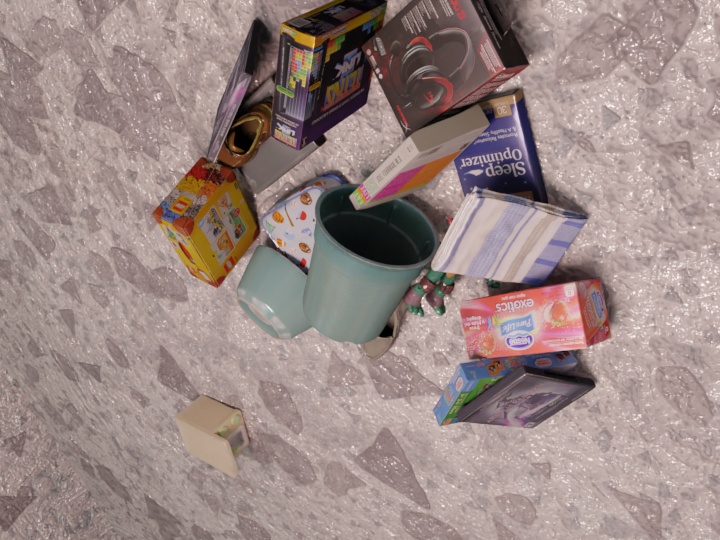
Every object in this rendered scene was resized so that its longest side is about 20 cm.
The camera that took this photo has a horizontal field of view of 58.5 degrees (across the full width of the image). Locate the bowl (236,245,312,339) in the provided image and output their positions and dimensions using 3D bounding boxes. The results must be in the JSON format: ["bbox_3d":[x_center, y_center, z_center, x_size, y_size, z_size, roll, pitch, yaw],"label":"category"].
[{"bbox_3d":[-0.164,0.059,1.258,0.200,0.105,0.201,36,160,15],"label":"bowl"}]

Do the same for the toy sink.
[{"bbox_3d":[-0.378,0.440,1.727,0.199,0.112,0.131,14,127,35],"label":"toy sink"}]

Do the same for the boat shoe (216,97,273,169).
[{"bbox_3d":[-0.208,-0.230,1.116,0.072,0.068,0.200,50,136,-6],"label":"boat shoe"}]

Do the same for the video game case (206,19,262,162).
[{"bbox_3d":[-0.213,-0.297,1.079,0.019,0.144,0.200,18,139,-21],"label":"video game case"}]

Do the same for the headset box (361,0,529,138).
[{"bbox_3d":[0.116,-0.293,0.858,0.199,0.075,0.150,-27,89,44],"label":"headset box"}]

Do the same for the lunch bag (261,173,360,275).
[{"bbox_3d":[-0.080,-0.076,1.175,0.199,0.076,0.161,-22,110,44],"label":"lunch bag"}]

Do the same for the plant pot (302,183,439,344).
[{"bbox_3d":[0.000,0.000,1.032,0.199,0.200,0.197,32,130,13],"label":"plant pot"}]

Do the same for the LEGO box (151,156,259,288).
[{"bbox_3d":[-0.284,-0.087,1.219,0.077,0.149,0.201,24,153,22],"label":"LEGO box"}]

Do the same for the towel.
[{"bbox_3d":[0.213,-0.040,0.924,0.198,0.024,0.147,9,128,-22],"label":"towel"}]

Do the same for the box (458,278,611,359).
[{"bbox_3d":[0.265,0.076,0.991,0.199,0.102,0.096,-13,85,40],"label":"box"}]

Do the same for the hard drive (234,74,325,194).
[{"bbox_3d":[-0.167,-0.238,1.153,0.199,0.033,0.140,-27,102,44],"label":"hard drive"}]

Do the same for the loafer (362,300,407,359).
[{"bbox_3d":[0.039,0.105,1.216,0.070,0.070,0.201,31,133,14],"label":"loafer"}]

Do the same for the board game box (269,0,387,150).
[{"bbox_3d":[-0.044,-0.286,0.912,0.056,0.200,0.166,27,133,16],"label":"board game box"}]

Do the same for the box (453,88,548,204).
[{"bbox_3d":[0.200,-0.153,0.946,0.120,0.032,0.201,-4,118,38],"label":"box"}]

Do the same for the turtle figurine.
[{"bbox_3d":[0.159,-0.008,1.034,0.149,0.101,0.200,16,129,-32],"label":"turtle figurine"}]

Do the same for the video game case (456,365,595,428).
[{"bbox_3d":[0.268,0.207,1.030,0.143,0.199,0.019,-45,49,31],"label":"video game case"}]

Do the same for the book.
[{"bbox_3d":[0.078,-0.154,0.924,0.048,0.133,0.200,61,150,3],"label":"book"}]

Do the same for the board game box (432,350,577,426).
[{"bbox_3d":[0.233,0.190,1.052,0.152,0.198,0.037,106,151,-49],"label":"board game box"}]
